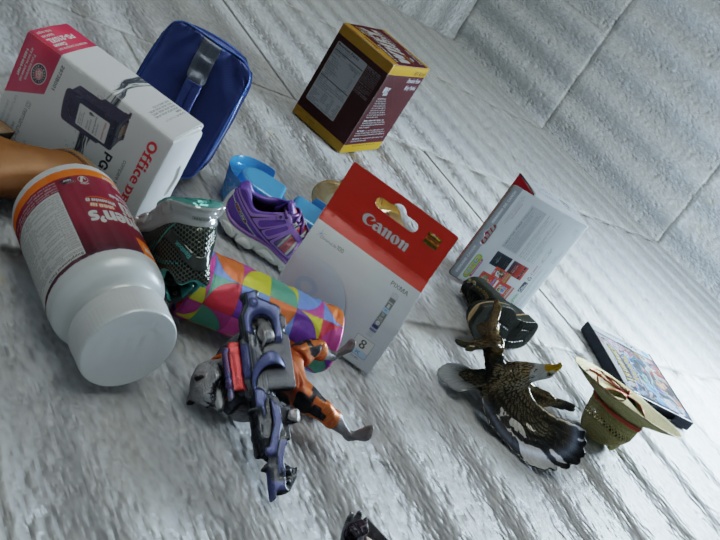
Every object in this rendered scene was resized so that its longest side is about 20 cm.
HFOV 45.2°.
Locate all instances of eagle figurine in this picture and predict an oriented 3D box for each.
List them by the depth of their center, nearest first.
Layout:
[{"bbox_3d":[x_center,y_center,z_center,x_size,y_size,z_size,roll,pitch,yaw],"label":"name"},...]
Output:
[{"bbox_3d":[0.217,0.165,1.180,0.151,0.150,0.203,-40,111,-27],"label":"eagle figurine"}]

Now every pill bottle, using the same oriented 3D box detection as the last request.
[{"bbox_3d":[-0.247,0.002,0.806,0.108,0.110,0.201,10,35,-46],"label":"pill bottle"}]

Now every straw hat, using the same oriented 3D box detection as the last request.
[{"bbox_3d":[0.381,0.224,1.313,0.199,0.086,0.201,33,10,-7],"label":"straw hat"}]

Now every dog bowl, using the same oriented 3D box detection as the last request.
[{"bbox_3d":[-0.112,-0.086,1.237,0.198,0.050,0.112,33,23,-9],"label":"dog bowl"}]

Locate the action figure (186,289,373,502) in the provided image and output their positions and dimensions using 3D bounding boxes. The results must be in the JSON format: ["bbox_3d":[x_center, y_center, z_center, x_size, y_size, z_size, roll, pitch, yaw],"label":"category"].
[{"bbox_3d":[-0.083,0.135,0.858,0.190,0.104,0.205,13,59,-30],"label":"action figure"}]

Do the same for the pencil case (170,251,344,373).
[{"bbox_3d":[-0.113,0.044,0.954,0.197,0.089,0.089,26,25,-23],"label":"pencil case"}]

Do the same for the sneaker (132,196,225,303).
[{"bbox_3d":[-0.196,-0.012,0.873,0.076,0.199,0.094,4,80,-26],"label":"sneaker"}]

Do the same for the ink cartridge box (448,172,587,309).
[{"bbox_3d":[0.263,-0.055,1.513,0.173,0.202,0.084,25,24,-25],"label":"ink cartridge box"}]

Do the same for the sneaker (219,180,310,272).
[{"bbox_3d":[-0.092,-0.046,1.147,0.198,0.084,0.081,31,24,-19],"label":"sneaker"}]

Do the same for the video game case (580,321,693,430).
[{"bbox_3d":[0.519,0.196,1.633,0.178,0.026,0.202,26,25,-24],"label":"video game case"}]

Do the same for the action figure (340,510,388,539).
[{"bbox_3d":[0.014,0.272,0.730,0.129,0.070,0.199,36,17,23],"label":"action figure"}]

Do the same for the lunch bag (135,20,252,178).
[{"bbox_3d":[-0.235,-0.218,1.135,0.134,0.203,0.132,29,5,-9],"label":"lunch bag"}]

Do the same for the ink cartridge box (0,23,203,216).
[{"bbox_3d":[-0.299,-0.155,0.977,0.198,0.146,0.084,36,24,0],"label":"ink cartridge box"}]

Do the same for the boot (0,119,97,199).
[{"bbox_3d":[-0.362,-0.088,0.866,0.197,0.075,0.155,26,21,6],"label":"boot"}]

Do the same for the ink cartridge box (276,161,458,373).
[{"bbox_3d":[0.000,0.000,1.042,0.159,0.202,0.047,35,22,-1],"label":"ink cartridge box"}]

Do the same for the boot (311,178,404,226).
[{"bbox_3d":[-0.016,-0.117,1.423,0.199,0.071,0.145,25,19,-33],"label":"boot"}]

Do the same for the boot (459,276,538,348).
[{"bbox_3d":[0.189,0.055,1.386,0.138,0.078,0.199,47,11,32],"label":"boot"}]

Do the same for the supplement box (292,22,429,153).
[{"bbox_3d":[0.004,-0.359,1.715,0.132,0.202,0.196,41,24,13],"label":"supplement box"}]
